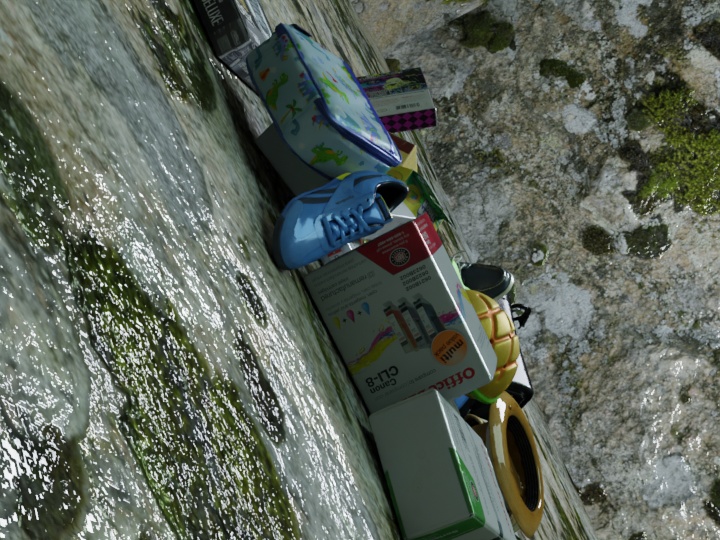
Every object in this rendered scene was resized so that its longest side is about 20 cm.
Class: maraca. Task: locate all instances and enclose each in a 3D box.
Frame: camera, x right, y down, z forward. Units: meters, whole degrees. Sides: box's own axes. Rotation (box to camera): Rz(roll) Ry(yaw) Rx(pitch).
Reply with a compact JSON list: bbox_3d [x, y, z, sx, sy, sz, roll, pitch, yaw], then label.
[{"bbox_3d":[0.133,0.077,1.626,0.201,0.106,0.137,59,28,-27],"label":"maraca"}]

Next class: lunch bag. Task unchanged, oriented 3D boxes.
[{"bbox_3d":[-0.042,-0.190,1.534,0.160,0.082,0.201,30,25,-47],"label":"lunch bag"}]

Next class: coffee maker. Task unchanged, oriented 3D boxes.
[{"bbox_3d":[0.200,0.126,2.013,0.135,0.191,0.201,104,-19,-51],"label":"coffee maker"}]

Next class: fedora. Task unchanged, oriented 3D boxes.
[{"bbox_3d":[0.178,0.258,1.700,0.200,0.081,0.202,-13,90,-70],"label":"fedora"}]

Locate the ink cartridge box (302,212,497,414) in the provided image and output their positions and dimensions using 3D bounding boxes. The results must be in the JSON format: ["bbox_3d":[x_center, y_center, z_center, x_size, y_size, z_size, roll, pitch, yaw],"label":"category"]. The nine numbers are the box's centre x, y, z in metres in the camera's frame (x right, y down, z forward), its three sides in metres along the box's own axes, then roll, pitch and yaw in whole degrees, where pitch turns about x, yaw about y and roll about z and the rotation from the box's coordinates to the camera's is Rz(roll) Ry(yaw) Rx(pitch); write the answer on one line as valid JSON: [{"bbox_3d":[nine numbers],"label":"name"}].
[{"bbox_3d":[0.051,0.058,1.482,0.201,0.145,0.145,63,10,-2],"label":"ink cartridge box"}]

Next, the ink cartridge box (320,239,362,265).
[{"bbox_3d":[0.000,0.000,1.676,0.200,0.050,0.162,56,12,-27],"label":"ink cartridge box"}]

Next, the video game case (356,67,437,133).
[{"bbox_3d":[0.006,-0.246,1.940,0.182,0.199,0.036,-100,-179,-62],"label":"video game case"}]

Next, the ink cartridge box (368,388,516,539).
[{"bbox_3d":[0.093,0.234,1.412,0.200,0.083,0.147,48,21,-59],"label":"ink cartridge box"}]

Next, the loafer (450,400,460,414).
[{"bbox_3d":[0.098,0.203,1.592,0.201,0.070,0.070,64,2,-8],"label":"loafer"}]

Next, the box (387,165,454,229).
[{"bbox_3d":[0.027,-0.102,1.766,0.199,0.049,0.117,17,-24,37],"label":"box"}]

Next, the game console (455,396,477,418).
[{"bbox_3d":[0.127,0.157,1.738,0.200,0.116,0.176,56,12,-39],"label":"game console"}]

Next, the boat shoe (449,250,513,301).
[{"bbox_3d":[0.132,0.013,1.961,0.062,0.199,0.075,58,44,-38],"label":"boat shoe"}]

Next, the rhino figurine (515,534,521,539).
[{"bbox_3d":[0.186,0.367,1.662,0.088,0.060,0.200,56,5,7],"label":"rhino figurine"}]

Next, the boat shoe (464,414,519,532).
[{"bbox_3d":[0.179,0.288,1.849,0.066,0.074,0.200,41,19,-36],"label":"boat shoe"}]

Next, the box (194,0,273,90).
[{"bbox_3d":[-0.158,-0.319,1.670,0.158,0.050,0.200,66,9,15],"label":"box"}]

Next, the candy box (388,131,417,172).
[{"bbox_3d":[0.020,-0.139,1.851,0.116,0.057,0.200,28,-18,13],"label":"candy box"}]

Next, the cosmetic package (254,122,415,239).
[{"bbox_3d":[-0.028,-0.110,1.600,0.151,0.052,0.200,55,19,15],"label":"cosmetic package"}]

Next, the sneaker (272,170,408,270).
[{"bbox_3d":[-0.019,-0.059,1.400,0.200,0.078,0.066,-37,123,-49],"label":"sneaker"}]
